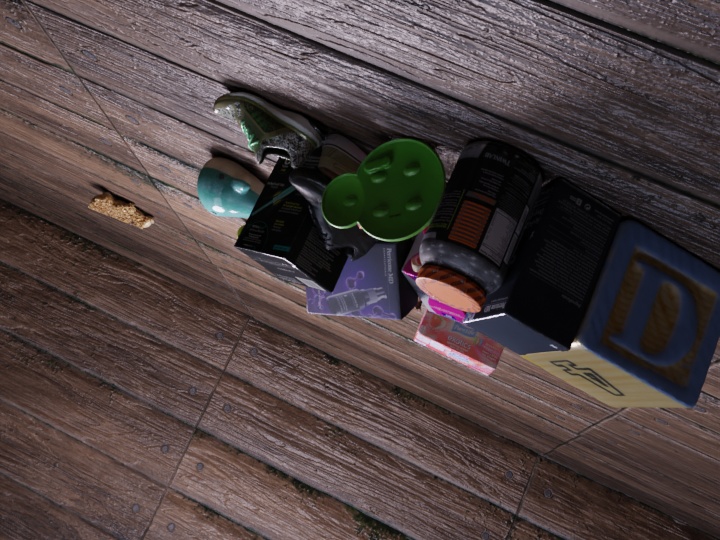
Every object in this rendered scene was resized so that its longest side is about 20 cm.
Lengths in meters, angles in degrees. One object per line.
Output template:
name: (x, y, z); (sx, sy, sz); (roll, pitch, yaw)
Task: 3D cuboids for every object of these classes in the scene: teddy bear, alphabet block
teddy bear: (-0.720, -0.183, 2.570); (0.196, 0.068, 0.145); (22, 176, -10)
alphabet block: (0.371, 0.070, 1.204); (0.194, 0.198, 0.200); (30, 167, -9)

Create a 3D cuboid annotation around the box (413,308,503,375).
box: (0.231, 0.152, 1.954); (0.197, 0.096, 0.103); (25, 166, 6)

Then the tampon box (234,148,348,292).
tampon box: (-0.090, -0.090, 1.443); (0.148, 0.203, 0.126); (12, 162, 46)

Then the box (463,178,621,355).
box: (0.246, 0.001, 1.161); (0.106, 0.203, 0.148); (27, 166, -10)

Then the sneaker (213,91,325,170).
sneaker: (-0.158, -0.217, 1.341); (0.197, 0.090, 0.077); (22, 166, 18)

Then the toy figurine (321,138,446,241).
toy figurine: (0.066, -0.089, 1.286); (0.196, 0.154, 0.184); (-11, 161, 23)

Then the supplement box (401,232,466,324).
supplement box: (0.163, 0.011, 1.562); (0.100, 0.105, 0.200); (19, 163, 28)

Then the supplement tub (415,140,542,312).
supplement tub: (0.154, -0.056, 1.122); (0.120, 0.203, 0.123); (24, 167, 6)

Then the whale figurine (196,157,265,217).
whale figurine: (-0.243, -0.144, 1.726); (0.197, 0.105, 0.159); (29, 166, -4)

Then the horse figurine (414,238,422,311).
horse figurine: (0.095, 0.001, 1.690); (0.131, 0.051, 0.200); (-25, 135, 23)

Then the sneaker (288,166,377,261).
sneaker: (-0.045, -0.084, 1.334); (0.199, 0.091, 0.076); (38, -173, -30)

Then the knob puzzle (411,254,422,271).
knob puzzle: (0.164, -0.034, 1.341); (0.214, 0.031, 0.220); (-9, -170, 2)

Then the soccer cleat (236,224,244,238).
soccer cleat: (-0.218, -0.058, 2.080); (0.197, 0.066, 0.084); (20, 167, 24)

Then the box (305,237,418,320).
box: (0.000, 0.000, 1.576); (0.196, 0.152, 0.104); (2, -162, 23)

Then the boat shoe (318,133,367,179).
boat shoe: (0.008, -0.141, 1.370); (0.198, 0.063, 0.071); (34, 164, -28)
